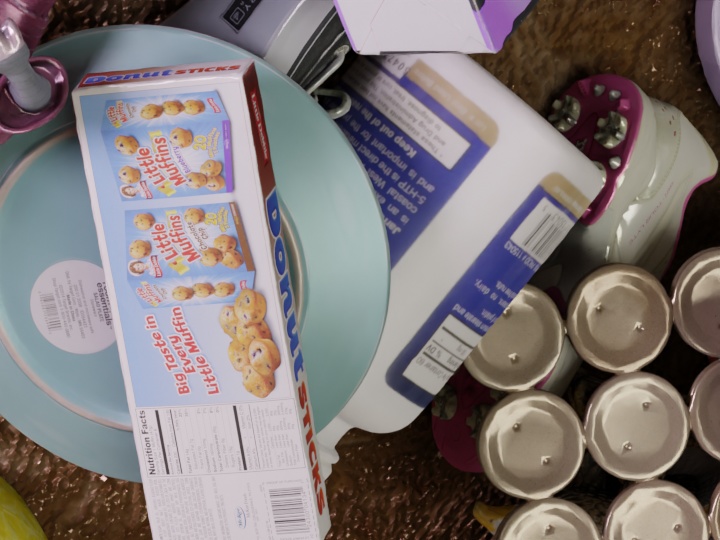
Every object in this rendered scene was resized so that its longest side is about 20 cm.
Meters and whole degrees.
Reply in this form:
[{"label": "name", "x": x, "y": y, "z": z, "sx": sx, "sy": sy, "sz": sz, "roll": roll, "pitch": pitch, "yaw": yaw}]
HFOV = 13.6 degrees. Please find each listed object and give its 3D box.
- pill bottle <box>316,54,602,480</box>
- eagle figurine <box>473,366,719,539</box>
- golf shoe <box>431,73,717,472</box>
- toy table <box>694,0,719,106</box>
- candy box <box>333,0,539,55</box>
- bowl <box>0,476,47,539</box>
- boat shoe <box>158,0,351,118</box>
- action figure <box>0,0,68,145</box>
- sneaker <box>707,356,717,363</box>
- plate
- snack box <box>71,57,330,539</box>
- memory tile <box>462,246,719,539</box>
[{"label": "pill bottle", "x": 0.000, "y": 0.000, "z": 1.309, "sx": 0.200, "sy": 0.120, "sz": 0.120, "roll": -50, "pitch": 131, "yaw": 2}, {"label": "eagle figurine", "x": 0.106, "y": 0.148, "z": 1.453, "sx": 0.150, "sy": 0.152, "sz": 0.201, "roll": 15, "pitch": 90, "yaw": -2}, {"label": "golf shoe", "x": 0.104, "y": 0.010, "z": 1.419, "sx": 0.091, "sy": 0.075, "sz": 0.201, "roll": 16, "pitch": 106, "yaw": -42}, {"label": "toy table", "x": 0.262, "y": -0.084, "z": 1.402, "sx": 0.199, "sy": 0.117, "sz": 0.185, "roll": 20, "pitch": 89, "yaw": -23}, {"label": "candy box", "x": 0.046, "y": -0.209, "z": 1.192, "sx": 0.200, "sy": 0.071, "sz": 0.168, "roll": -50, "pitch": 130, "yaw": -39}, {"label": "bowl", "x": -0.198, "y": 0.186, "z": 1.285, "sx": 0.199, "sy": 0.108, "sz": 0.201, "roll": -17, "pitch": 123, "yaw": -27}, {"label": "boat shoe", "x": -0.040, "y": -0.093, "z": 1.262, "sx": 0.200, "sy": 0.074, "sz": 0.068, "roll": -54, "pitch": 142, "yaw": 8}, {"label": "action figure", "x": -0.150, "y": -0.109, "z": 1.178, "sx": 0.201, "sy": 0.134, "sz": 0.149, "roll": -61, "pitch": 157, "yaw": 8}, {"label": "sneaker", "x": 0.265, "y": -0.008, "z": 1.510, "sx": 0.200, "sy": 0.082, "sz": 0.077, "roll": -49, "pitch": 131, "yaw": -1}, {"label": "plate", "x": -0.087, "y": 0.000, "z": 1.230, "sx": 0.199, "sy": 0.026, "sz": 0.201, "roll": 3, "pitch": 111, "yaw": 9}, {"label": "snack box", "x": -0.063, "y": 0.017, "z": 1.205, "sx": 0.071, "sy": 0.024, "sz": 0.201, "roll": -4, "pitch": 109, "yaw": 14}, {"label": "memory tile", "x": 0.129, "y": 0.095, "z": 1.368, "sx": 0.152, "sy": 0.017, "sz": 0.201, "roll": -10, "pitch": 93, "yaw": -8}]
